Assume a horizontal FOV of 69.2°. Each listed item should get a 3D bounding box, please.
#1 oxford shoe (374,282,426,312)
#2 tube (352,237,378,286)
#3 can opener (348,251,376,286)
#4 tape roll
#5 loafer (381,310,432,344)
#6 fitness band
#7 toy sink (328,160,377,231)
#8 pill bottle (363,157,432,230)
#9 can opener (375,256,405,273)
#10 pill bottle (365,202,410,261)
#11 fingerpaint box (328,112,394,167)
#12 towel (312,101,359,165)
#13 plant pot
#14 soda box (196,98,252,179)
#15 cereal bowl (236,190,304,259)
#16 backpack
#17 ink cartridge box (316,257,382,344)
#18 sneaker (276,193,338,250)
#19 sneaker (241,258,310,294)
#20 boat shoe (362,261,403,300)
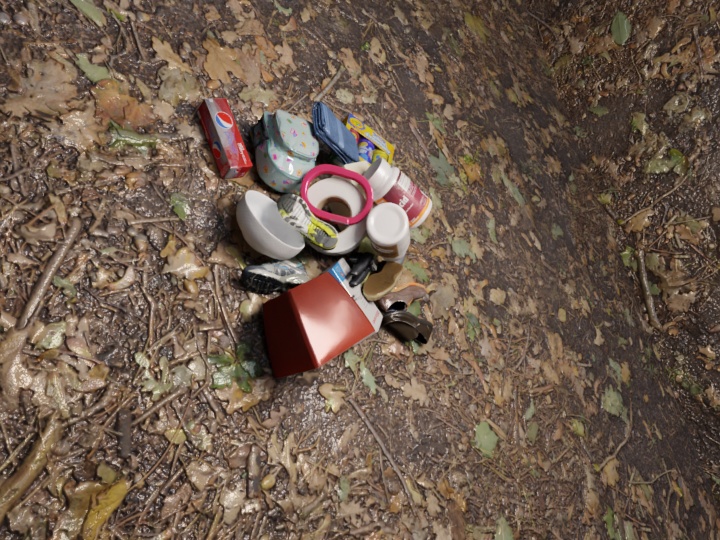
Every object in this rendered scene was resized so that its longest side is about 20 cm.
[{"bbox_3d":[0.128,0.089,1.558,0.197,0.072,0.073,-9,49,-35],"label":"oxford shoe"},{"bbox_3d":[0.010,-0.018,1.541,0.059,0.051,0.202,71,30,-41],"label":"tube"},{"bbox_3d":[0.000,0.000,1.413,0.201,0.077,0.065,-68,152,-68],"label":"can opener"},{"bbox_3d":[-0.074,-0.145,1.433,0.197,0.071,0.208,0,86,1],"label":"tape roll"},{"bbox_3d":[0.142,0.172,1.540,0.197,0.073,0.073,18,59,-32],"label":"loafer"},{"bbox_3d":[-0.062,-0.201,1.387,0.196,0.037,0.147,17,83,2],"label":"fitness band"},{"bbox_3d":[-0.007,-0.200,1.554,0.111,0.130,0.203,-21,83,-44],"label":"toy sink"},{"bbox_3d":[0.100,-0.218,1.487,0.199,0.113,0.116,39,50,-20],"label":"pill bottle"},{"bbox_3d":[0.092,-0.005,1.597,0.067,0.053,0.202,42,50,-18],"label":"can opener"},{"bbox_3d":[0.080,-0.096,1.433,0.111,0.200,0.117,-2,74,7],"label":"pill bottle"},{"bbox_3d":[0.008,-0.380,1.690,0.198,0.073,0.170,31,53,-25],"label":"fingerpaint box"},{"bbox_3d":[-0.074,-0.390,1.502,0.199,0.048,0.114,31,46,-55],"label":"towel"},{"bbox_3d":[-0.118,0.120,1.239,0.198,0.198,0.179,-25,91,-41],"label":"plant pot"},{"bbox_3d":[-0.358,-0.346,1.370,0.069,0.063,0.204,-16,81,-42],"label":"soda box"},{"bbox_3d":[-0.237,-0.102,1.318,0.199,0.083,0.201,41,19,-17],"label":"cereal bowl"},{"bbox_3d":[-0.202,-0.324,1.435,0.173,0.152,0.205,11,66,-42],"label":"backpack"},{"bbox_3d":[-0.034,0.082,1.387,0.202,0.083,0.146,56,14,-4],"label":"ink cartridge box"},{"bbox_3d":[-0.140,-0.115,1.356,0.199,0.085,0.075,42,78,10],"label":"sneaker"},{"bbox_3d":[-0.219,0.008,1.325,0.197,0.077,0.088,11,51,-44],"label":"sneaker"},{"bbox_3d":[0.065,0.043,1.456,0.070,0.066,0.199,23,32,20],"label":"boat shoe"}]
